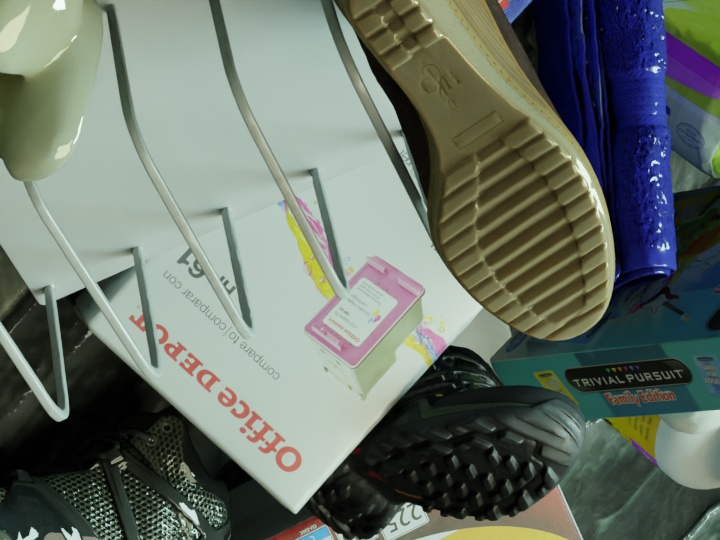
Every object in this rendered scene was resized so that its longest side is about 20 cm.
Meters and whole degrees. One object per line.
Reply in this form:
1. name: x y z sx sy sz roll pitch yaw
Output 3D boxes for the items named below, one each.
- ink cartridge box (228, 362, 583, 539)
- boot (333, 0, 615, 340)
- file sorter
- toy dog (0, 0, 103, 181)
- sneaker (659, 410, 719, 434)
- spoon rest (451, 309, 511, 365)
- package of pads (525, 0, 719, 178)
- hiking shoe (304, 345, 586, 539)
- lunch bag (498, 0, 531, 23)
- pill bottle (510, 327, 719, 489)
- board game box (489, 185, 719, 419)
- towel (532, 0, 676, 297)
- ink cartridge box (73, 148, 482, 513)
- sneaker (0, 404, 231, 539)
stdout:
1. ink cartridge box: 0.026 0.179 1.462 0.200 0.084 0.176 -27 112 -4
2. boot: 0.048 -0.084 1.107 0.072 0.166 0.200 -25 115 14
3. file sorter: -0.078 -0.043 1.144 0.200 0.125 0.139 -23 127 7
4. toy dog: -0.196 -0.140 1.012 0.200 0.139 0.194 24 91 -52
5. sneaker: 0.239 0.035 1.427 0.200 0.075 0.089 -46 109 -31
6. spoon rest: 0.042 0.101 1.526 0.099 0.061 0.200 -20 136 -32
7. package of pads: 0.213 -0.116 1.429 0.200 0.154 0.068 -7 126 -42
8. hiking shoe: 0.043 0.071 1.325 0.076 0.200 0.101 44 55 -24
9. lunch bag: 0.012 -0.167 1.193 0.150 0.094 0.200 35 102 -21
10. pill bottle: 0.183 0.056 1.511 0.104 0.200 0.104 -26 138 -26
11. board game box: 0.183 0.011 1.355 0.151 0.200 0.047 -45 110 -32
12. towel: 0.112 -0.086 1.307 0.049 0.148 0.201 -1 83 -11
13. ink cartridge box: -0.023 -0.003 1.294 0.144 0.085 0.200 43 90 -13
14. sneaker: -0.152 0.114 1.338 0.199 0.076 0.115 17 71 -25
